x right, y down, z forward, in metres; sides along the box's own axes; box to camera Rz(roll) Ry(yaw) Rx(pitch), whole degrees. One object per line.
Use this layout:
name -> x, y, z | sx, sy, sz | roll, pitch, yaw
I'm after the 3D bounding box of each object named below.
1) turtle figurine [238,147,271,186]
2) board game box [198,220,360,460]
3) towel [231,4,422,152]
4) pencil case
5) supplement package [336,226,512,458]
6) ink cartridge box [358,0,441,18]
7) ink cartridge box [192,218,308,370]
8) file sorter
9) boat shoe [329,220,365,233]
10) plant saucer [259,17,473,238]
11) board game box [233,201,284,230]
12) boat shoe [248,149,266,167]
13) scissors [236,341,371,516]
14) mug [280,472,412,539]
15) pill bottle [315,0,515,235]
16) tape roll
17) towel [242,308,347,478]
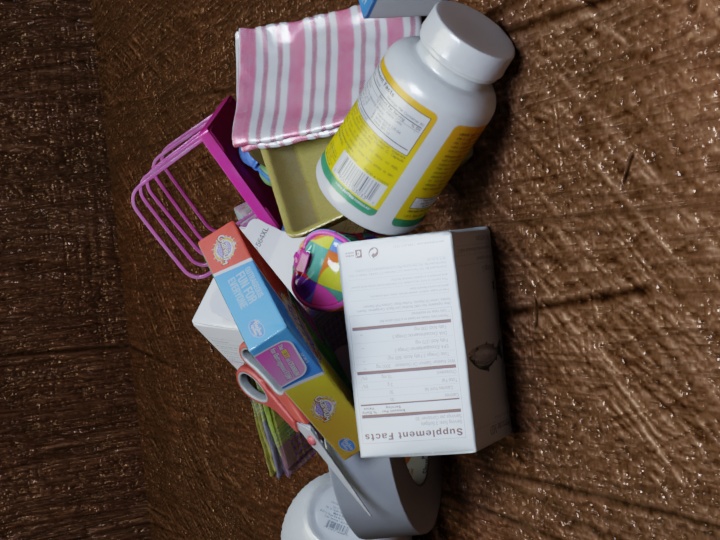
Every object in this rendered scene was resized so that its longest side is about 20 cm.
turtle figurine -> -0.017, -0.166, 1.901 | 0.194, 0.200, 0.144 | -64, 0, 21
board game box -> -0.066, 0.066, 1.592 | 0.200, 0.040, 0.153 | 54, -175, -47
towel -> -0.034, -0.200, 1.719 | 0.030, 0.199, 0.147 | 54, -150, -55
pencil case -> 0.000, 0.000, 1.725 | 0.200, 0.088, 0.089 | 2, -100, -69
supplement package -> 0.061, 0.066, 1.592 | 0.117, 0.117, 0.201 | -10, -86, -68
ink cartridge box -> 0.035, -0.363, 1.635 | 0.145, 0.084, 0.201 | 121, 139, -63
ink cartridge box -> -0.074, 0.049, 1.850 | 0.200, 0.125, 0.129 | 50, -125, -45
file sorter -> -0.170, -0.093, 1.973 | 0.139, 0.125, 0.200 | 54, -168, -11
boat shoe -> -0.034, -0.062, 2.010 | 0.200, 0.071, 0.069 | -106, 17, -56
plant saucer -> 0.001, -0.137, 1.714 | 0.048, 0.200, 0.200 | 54, -166, -55
board game box -> -0.079, 0.020, 2.119 | 0.200, 0.043, 0.199 | 68, 167, -19
boat shoe -> -0.021, -0.119, 1.802 | 0.065, 0.200, 0.073 | -60, -7, -37
scissors -> -0.051, 0.149, 1.634 | 0.200, 0.014, 0.073 | 46, 142, 15
mug -> 0.006, 0.309, 1.879 | 0.200, 0.148, 0.175 | 32, 156, 16
pill bottle -> 0.052, -0.139, 1.547 | 0.200, 0.113, 0.113 | -57, 38, 30
tape roll -> 0.024, 0.170, 1.740 | 0.200, 0.066, 0.201 | -8, -90, -74
towel -> -0.047, 0.106, 1.767 | 0.023, 0.200, 0.144 | 3, 119, 36
